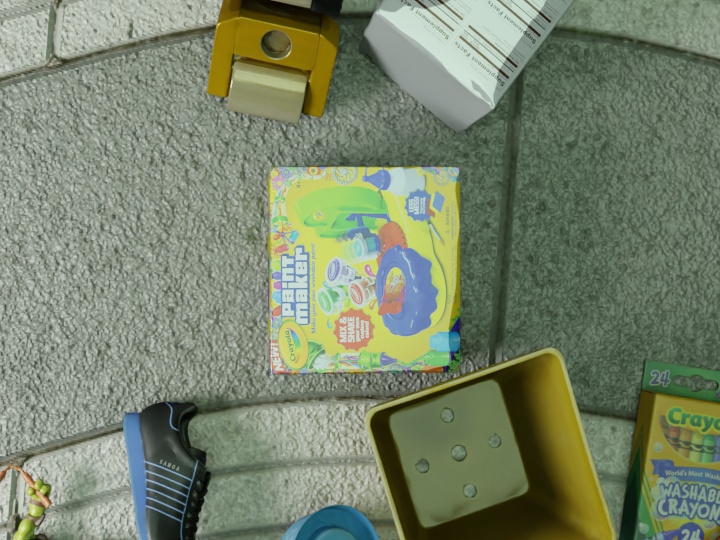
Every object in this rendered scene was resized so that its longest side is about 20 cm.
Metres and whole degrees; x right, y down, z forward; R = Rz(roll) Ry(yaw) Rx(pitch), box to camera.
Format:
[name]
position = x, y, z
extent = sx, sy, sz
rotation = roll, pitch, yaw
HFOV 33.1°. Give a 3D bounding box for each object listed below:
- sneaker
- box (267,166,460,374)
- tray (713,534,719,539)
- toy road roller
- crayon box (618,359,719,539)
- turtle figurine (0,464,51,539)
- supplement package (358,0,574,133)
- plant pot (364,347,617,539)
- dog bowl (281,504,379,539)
[sneaker]
position = -0.185, 0.229, 1.217
extent = 0.077, 0.070, 0.203
rotation = -13, 74, -2
[box]
position = 0.000, 0.000, 1.231
extent = 0.189, 0.122, 0.204
rotation = -1, 90, -5
[tray]
position = 0.418, 0.363, 1.286
extent = 0.098, 0.037, 0.201
rotation = -35, 115, -6
[toy road roller]
position = -0.080, -0.267, 1.239
extent = 0.121, 0.147, 0.202
rotation = 11, 126, -6
[crayon box]
position = 0.357, 0.207, 1.303
extent = 0.124, 0.052, 0.204
rotation = 9, 89, -6
[turtle figurine]
position = -0.324, 0.309, 1.224
extent = 0.159, 0.064, 0.203
rotation = 16, 80, -13
[supplement package]
position = 0.119, -0.269, 1.208
extent = 0.146, 0.191, 0.201
rotation = 38, 87, -4
[plant pot]
position = 0.113, 0.195, 1.215
extent = 0.197, 0.176, 0.203
rotation = -18, 93, -6
[dog bowl]
position = -0.023, 0.341, 1.245
extent = 0.110, 0.049, 0.203
rotation = -18, 93, -35
